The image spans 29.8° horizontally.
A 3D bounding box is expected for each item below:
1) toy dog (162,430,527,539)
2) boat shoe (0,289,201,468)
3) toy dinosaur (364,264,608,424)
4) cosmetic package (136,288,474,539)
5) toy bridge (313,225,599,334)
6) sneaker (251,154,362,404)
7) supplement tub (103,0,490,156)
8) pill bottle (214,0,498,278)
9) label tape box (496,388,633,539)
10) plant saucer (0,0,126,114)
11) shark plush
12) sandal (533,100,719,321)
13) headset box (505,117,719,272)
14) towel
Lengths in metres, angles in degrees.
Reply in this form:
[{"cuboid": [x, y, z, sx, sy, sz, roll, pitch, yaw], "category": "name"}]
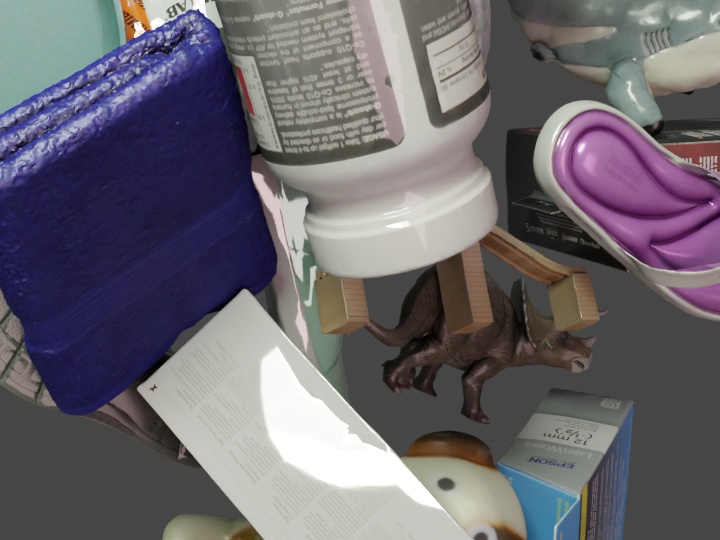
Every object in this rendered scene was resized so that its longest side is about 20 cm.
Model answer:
[{"cuboid": [0.011, 0.182, 0.808, 0.193, 0.140, 0.200, 15, 142, -42], "category": "toy dog"}, {"cuboid": [-0.158, 0.048, 0.783, 0.201, 0.065, 0.075, 31, 84, -25], "category": "boat shoe"}, {"cuboid": [0.059, 0.034, 0.853, 0.199, 0.077, 0.103, 24, 92, -40], "category": "toy dinosaur"}, {"cuboid": [-0.024, 0.111, 0.719, 0.082, 0.200, 0.051, -41, 160, -6], "category": "cosmetic package"}, {"cuboid": [0.060, 0.002, 0.797, 0.199, 0.027, 0.068, 1, 72, -36], "category": "toy bridge"}, {"cuboid": [0.000, 0.000, 0.820, 0.117, 0.074, 0.202, -14, 109, -12], "category": "sneaker"}, {"cuboid": [-0.040, -0.132, 0.740, 0.199, 0.122, 0.123, -17, 112, -17], "category": "supplement tub"}, {"cuboid": [-0.003, -0.106, 0.629, 0.116, 0.116, 0.201, -21, 111, -15], "category": "pill bottle"}, {"cuboid": [0.121, 0.178, 0.867, 0.200, 0.066, 0.144, -33, 128, -61], "category": "label tape box"}, {"cuboid": [-0.204, -0.119, 0.683, 0.199, 0.036, 0.201, 4, 107, 13], "category": "plant saucer"}, {"cuboid": [0.140, -0.164, 0.797, 0.091, 0.200, 0.084, -26, 145, -45], "category": "shark plush"}, {"cuboid": [0.179, -0.023, 0.733, 0.202, 0.050, 0.083, 23, 91, -24], "category": "sandal"}, {"cuboid": [0.194, -0.052, 0.842, 0.199, 0.149, 0.078, -7, 101, -21], "category": "headset box"}, {"cuboid": [-0.118, -0.025, 0.673, 0.147, 0.050, 0.200, -37, 151, -19], "category": "towel"}]
